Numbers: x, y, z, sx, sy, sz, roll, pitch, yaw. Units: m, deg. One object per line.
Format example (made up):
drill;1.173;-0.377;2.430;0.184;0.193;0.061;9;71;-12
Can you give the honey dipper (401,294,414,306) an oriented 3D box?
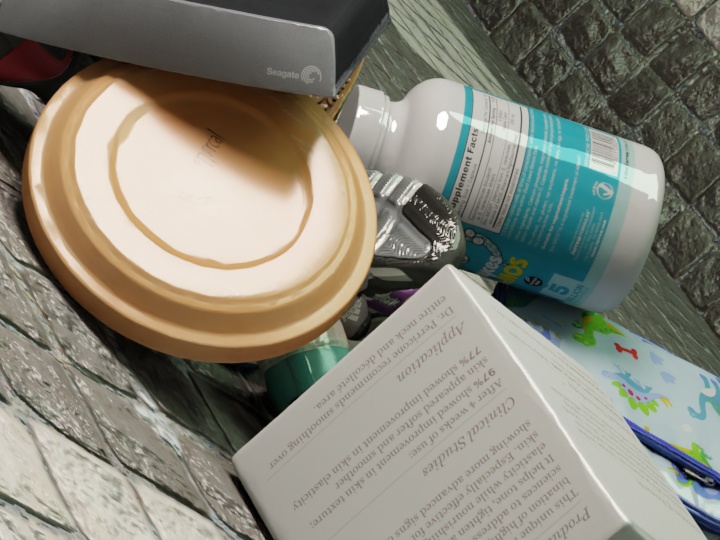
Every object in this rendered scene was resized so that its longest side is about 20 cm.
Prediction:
honey dipper;0.043;0.105;1.701;0.038;0.038;0.201;39;40;-43

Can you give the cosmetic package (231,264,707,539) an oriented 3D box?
cosmetic package;0.070;0.143;1.499;0.166;0.167;0.200;37;16;-49

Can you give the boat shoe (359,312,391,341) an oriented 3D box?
boat shoe;0.047;0.094;1.872;0.200;0.075;0.060;56;5;-33

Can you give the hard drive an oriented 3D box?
hard drive;-0.092;-0.153;1.600;0.199;0.042;0.135;12;28;12

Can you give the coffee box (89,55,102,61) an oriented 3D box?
coffee box;-0.172;-0.174;1.839;0.123;0.044;0.200;7;-23;42

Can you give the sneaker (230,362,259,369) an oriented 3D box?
sneaker;-0.081;-0.009;1.655;0.075;0.088;0.200;53;9;35

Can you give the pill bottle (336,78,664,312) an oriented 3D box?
pill bottle;0.081;-0.052;1.768;0.199;0.111;0.111;18;17;-9

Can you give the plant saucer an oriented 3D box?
plant saucer;-0.085;-0.043;1.552;0.199;0.032;0.201;11;54;-15

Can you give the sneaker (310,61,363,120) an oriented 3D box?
sneaker;-0.022;-0.162;1.828;0.067;0.201;0.090;15;-10;3

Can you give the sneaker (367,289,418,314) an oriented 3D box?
sneaker;-0.008;0.000;1.966;0.100;0.075;0.200;39;-2;31

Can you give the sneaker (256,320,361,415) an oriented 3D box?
sneaker;-0.014;0.085;1.678;0.200;0.071;0.080;36;35;-72

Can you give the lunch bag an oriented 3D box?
lunch bag;0.150;0.102;1.781;0.200;0.083;0.161;30;32;-8

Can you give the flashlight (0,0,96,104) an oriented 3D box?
flashlight;-0.173;-0.100;1.689;0.200;0.068;0.068;47;5;-38

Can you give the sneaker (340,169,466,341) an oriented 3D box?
sneaker;0.000;0.000;1.723;0.200;0.075;0.116;16;-37;42
